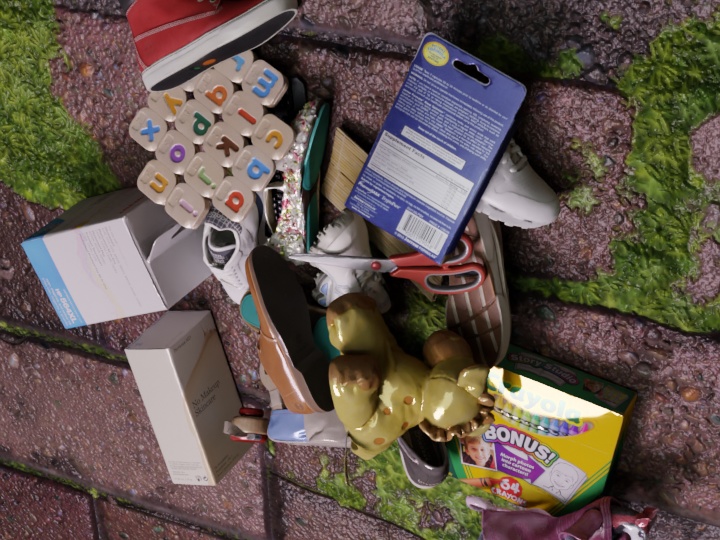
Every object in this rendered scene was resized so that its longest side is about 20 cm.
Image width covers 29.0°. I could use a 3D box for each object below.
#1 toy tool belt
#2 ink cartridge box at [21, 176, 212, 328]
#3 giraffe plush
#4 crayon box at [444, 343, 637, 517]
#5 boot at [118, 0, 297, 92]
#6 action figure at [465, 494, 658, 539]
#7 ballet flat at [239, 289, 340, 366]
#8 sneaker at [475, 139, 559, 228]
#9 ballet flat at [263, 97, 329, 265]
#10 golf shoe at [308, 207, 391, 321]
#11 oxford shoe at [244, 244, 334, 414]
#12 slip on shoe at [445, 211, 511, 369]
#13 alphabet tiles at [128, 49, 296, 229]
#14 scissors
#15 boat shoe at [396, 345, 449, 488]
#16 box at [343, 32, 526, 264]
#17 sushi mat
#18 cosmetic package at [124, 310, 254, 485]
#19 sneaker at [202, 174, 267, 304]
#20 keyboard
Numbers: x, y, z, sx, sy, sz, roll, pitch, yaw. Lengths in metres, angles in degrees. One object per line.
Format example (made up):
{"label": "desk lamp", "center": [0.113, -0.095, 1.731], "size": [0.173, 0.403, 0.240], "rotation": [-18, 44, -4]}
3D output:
{"label": "toy tool belt", "center": [-0.063, 0.148, 1.675], "size": [0.200, 0.125, 0.123], "rotation": [-1, 79, 28]}
{"label": "ink cartridge box", "center": [-0.276, -0.023, 1.675], "size": [0.200, 0.129, 0.125], "rotation": [-10, 112, 35]}
{"label": "giraffe plush", "center": [0.058, 0.118, 1.456], "size": [0.162, 0.173, 0.200], "rotation": [-6, 84, 5]}
{"label": "crayon box", "center": [0.191, 0.181, 1.561], "size": [0.200, 0.058, 0.173], "rotation": [20, 125, 20]}
{"label": "boot", "center": [-0.171, -0.296, 1.500], "size": [0.200, 0.072, 0.145], "rotation": [-21, 84, 24]}
{"label": "action figure", "center": [0.235, 0.289, 1.521], "size": [0.200, 0.134, 0.149], "rotation": [-30, 58, 25]}
{"label": "ballet flat", "center": [-0.048, 0.069, 1.612], "size": [0.200, 0.063, 0.069], "rotation": [29, 106, 24]}
{"label": "sneaker", "center": [0.123, -0.120, 1.413], "size": [0.200, 0.076, 0.081], "rotation": [35, 120, 7]}
{"label": "ballet flat", "center": [-0.076, -0.097, 1.538], "size": [0.064, 0.076, 0.200], "rotation": [12, 117, 12]}
{"label": "golf shoe", "center": [0.000, 0.000, 1.520], "size": [0.097, 0.078, 0.200], "rotation": [38, 164, 16]}
{"label": "oxford shoe", "center": [-0.094, 0.071, 1.560], "size": [0.071, 0.071, 0.200], "rotation": [-16, 95, 39]}
{"label": "slip on shoe", "center": [0.126, 0.008, 1.485], "size": [0.076, 0.061, 0.200], "rotation": [-2, 109, 35]}
{"label": "alphabet tiles", "center": [-0.164, -0.151, 1.533], "size": [0.196, 0.015, 0.200], "rotation": [38, 99, 27]}
{"label": "scissors", "center": [0.029, 0.001, 1.444], "size": [0.200, 0.014, 0.073], "rotation": [-8, 122, 10]}
{"label": "boat shoe", "center": [0.052, 0.149, 1.581], "size": [0.057, 0.067, 0.200], "rotation": [111, 138, -63]}
{"label": "box", "center": [0.077, -0.121, 1.375], "size": [0.121, 0.032, 0.200], "rotation": [33, 114, 15]}
{"label": "sushi mat", "center": [0.028, -0.061, 1.502], "size": [0.200, 0.012, 0.096], "rotation": [45, 136, 28]}
{"label": "cosmetic package", "center": [-0.214, 0.161, 1.763], "size": [0.073, 0.104, 0.200], "rotation": [-1, 117, 30]}
{"label": "sneaker", "center": [-0.150, -0.019, 1.617], "size": [0.076, 0.081, 0.200], "rotation": [17, 142, 16]}
{"label": "keyboard", "center": [-0.106, -0.125, 1.574], "size": [0.104, 0.040, 0.200], "rotation": [9, 120, 25]}
